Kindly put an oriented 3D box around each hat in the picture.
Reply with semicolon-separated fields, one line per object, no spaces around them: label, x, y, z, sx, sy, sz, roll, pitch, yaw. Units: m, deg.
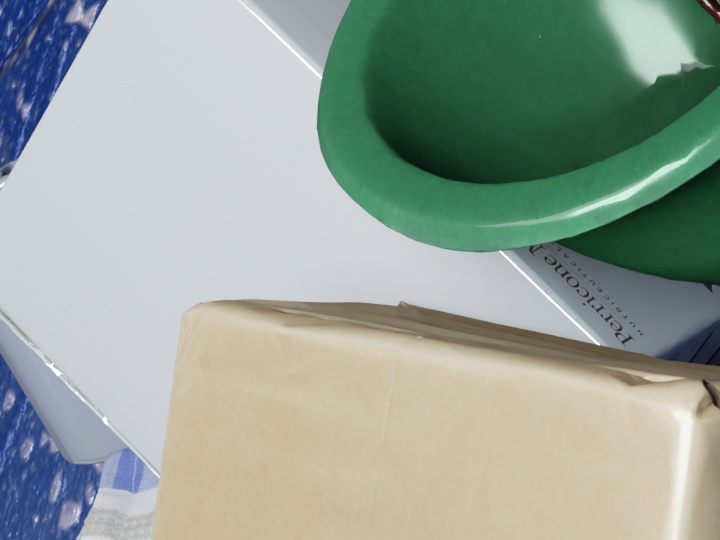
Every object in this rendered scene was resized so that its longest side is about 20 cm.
hat;0.109;-0.018;0.839;0.166;0.176;0.200;-48;38;-11

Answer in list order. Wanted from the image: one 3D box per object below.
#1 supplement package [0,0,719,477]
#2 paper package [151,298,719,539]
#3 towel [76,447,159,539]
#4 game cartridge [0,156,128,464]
supplement package;0.000;0.000;0.921;0.200;0.111;0.156;44;125;14
paper package;0.034;0.114;0.759;0.190;0.103;0.201;9;95;43
towel;-0.043;0.099;1.024;0.146;0.024;0.200;-15;22;15
game cartridge;-0.052;-0.012;1.130;0.200;0.133;0.041;-29;16;7
